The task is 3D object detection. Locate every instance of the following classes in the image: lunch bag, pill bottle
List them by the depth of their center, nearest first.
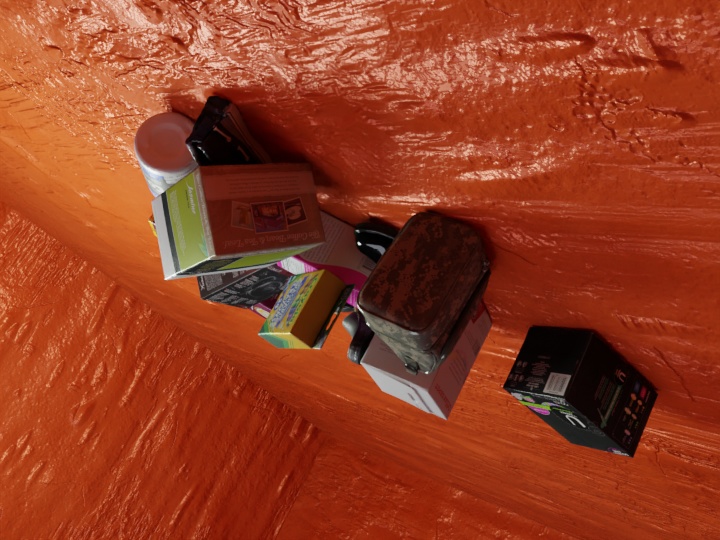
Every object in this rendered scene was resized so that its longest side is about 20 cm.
[{"bbox_3d":[0.107,0.038,1.132,0.138,0.201,0.168,22,157,29],"label":"lunch bag"},{"bbox_3d":[-0.328,-0.182,1.343,0.113,0.115,0.200,28,161,4],"label":"pill bottle"}]

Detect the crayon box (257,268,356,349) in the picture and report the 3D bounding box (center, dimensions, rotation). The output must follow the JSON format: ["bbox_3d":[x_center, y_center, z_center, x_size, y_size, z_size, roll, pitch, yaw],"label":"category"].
[{"bbox_3d":[-0.096,0.067,1.297,0.051,0.127,0.199,36,161,-20],"label":"crayon box"}]

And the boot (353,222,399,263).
[{"bbox_3d":[0.056,0.030,1.242,0.209,0.159,0.080,29,162,0],"label":"boot"}]

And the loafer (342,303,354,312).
[{"bbox_3d":[-0.070,0.053,1.577,0.198,0.073,0.073,14,154,34],"label":"loafer"}]

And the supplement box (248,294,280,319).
[{"bbox_3d":[-0.220,0.048,1.800,0.198,0.104,0.131,30,163,2],"label":"supplement box"}]

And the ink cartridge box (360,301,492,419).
[{"bbox_3d":[0.119,0.129,1.338,0.143,0.202,0.146,18,159,29],"label":"ink cartridge box"}]

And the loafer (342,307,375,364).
[{"bbox_3d":[0.000,0.110,1.396,0.071,0.074,0.200,16,-159,8],"label":"loafer"}]

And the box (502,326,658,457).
[{"bbox_3d":[0.369,0.202,1.271,0.199,0.126,0.148,38,161,-26],"label":"box"}]

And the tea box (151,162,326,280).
[{"bbox_3d":[-0.193,-0.076,1.191,0.198,0.136,0.195,-8,175,-39],"label":"tea box"}]

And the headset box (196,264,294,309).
[{"bbox_3d":[-0.201,-0.002,1.492,0.198,0.078,0.148,-27,159,23],"label":"headset box"}]

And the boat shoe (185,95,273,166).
[{"bbox_3d":[-0.208,-0.178,1.204,0.074,0.094,0.201,18,158,30],"label":"boat shoe"}]

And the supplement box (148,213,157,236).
[{"bbox_3d":[-0.328,-0.087,1.596,0.198,0.111,0.086,28,161,4],"label":"supplement box"}]

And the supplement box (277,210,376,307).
[{"bbox_3d":[-0.045,-0.023,1.349,0.198,0.102,0.104,28,162,7],"label":"supplement box"}]
